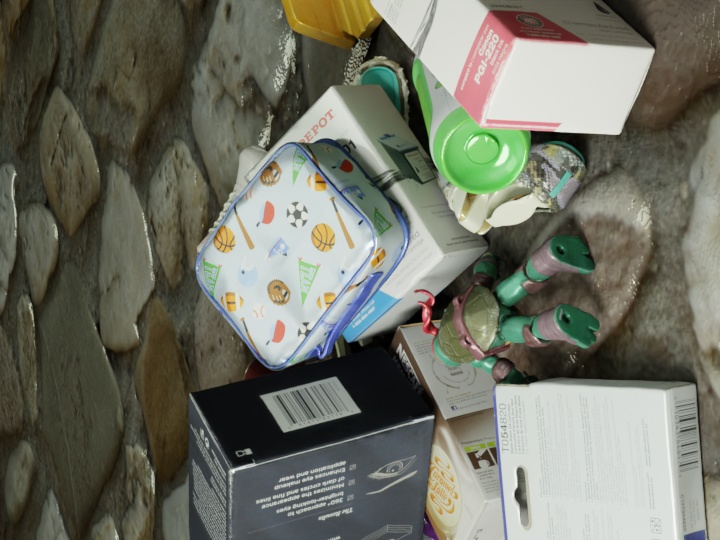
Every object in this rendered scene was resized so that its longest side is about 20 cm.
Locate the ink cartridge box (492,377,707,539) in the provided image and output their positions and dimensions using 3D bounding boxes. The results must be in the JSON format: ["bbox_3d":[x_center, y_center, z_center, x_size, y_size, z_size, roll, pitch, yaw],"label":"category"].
[{"bbox_3d":[0.196,0.188,1.349,0.200,0.041,0.200,-2,94,51],"label":"ink cartridge box"}]

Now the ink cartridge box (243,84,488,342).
[{"bbox_3d":[0.003,-0.056,1.564,0.146,0.086,0.200,-43,72,32],"label":"ink cartridge box"}]

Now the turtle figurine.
[{"bbox_3d":[0.123,0.049,1.439,0.200,0.101,0.150,-33,70,51],"label":"turtle figurine"}]

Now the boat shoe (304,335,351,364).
[{"bbox_3d":[-0.061,0.057,1.679,0.075,0.075,0.203,109,150,-58],"label":"boat shoe"}]

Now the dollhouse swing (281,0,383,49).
[{"bbox_3d":[-0.067,-0.339,1.640,0.200,0.176,0.182,-46,55,54],"label":"dollhouse swing"}]

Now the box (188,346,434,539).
[{"bbox_3d":[-0.049,0.198,1.511,0.117,0.196,0.200,-128,34,-47],"label":"box"}]

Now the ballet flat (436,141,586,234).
[{"bbox_3d":[0.116,-0.067,1.440,0.200,0.072,0.072,-9,87,61],"label":"ballet flat"}]

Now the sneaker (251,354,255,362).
[{"bbox_3d":[-0.097,0.068,1.881,0.114,0.075,0.200,54,134,45],"label":"sneaker"}]

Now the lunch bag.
[{"bbox_3d":[-0.054,-0.009,1.514,0.160,0.076,0.200,48,120,18],"label":"lunch bag"}]

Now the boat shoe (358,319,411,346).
[{"bbox_3d":[0.000,0.000,1.696,0.200,0.060,0.074,-115,9,-55],"label":"boat shoe"}]

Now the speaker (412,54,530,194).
[{"bbox_3d":[0.093,-0.141,1.405,0.200,0.088,0.089,-98,17,-60],"label":"speaker"}]

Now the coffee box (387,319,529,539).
[{"bbox_3d":[0.092,0.155,1.521,0.200,0.080,0.114,64,150,33],"label":"coffee box"}]

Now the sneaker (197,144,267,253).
[{"bbox_3d":[-0.139,-0.045,1.908,0.078,0.099,0.200,26,118,58],"label":"sneaker"}]

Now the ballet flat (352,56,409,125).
[{"bbox_3d":[0.024,-0.113,1.642,0.072,0.072,0.200,20,110,60],"label":"ballet flat"}]

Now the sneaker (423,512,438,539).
[{"bbox_3d":[0.059,0.179,1.630,0.087,0.074,0.200,-7,94,43],"label":"sneaker"}]

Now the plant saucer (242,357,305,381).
[{"bbox_3d":[-0.077,0.143,1.768,0.037,0.200,0.200,26,124,16],"label":"plant saucer"}]

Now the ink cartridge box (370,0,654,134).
[{"bbox_3d":[0.120,-0.198,1.339,0.200,0.145,0.085,52,133,44],"label":"ink cartridge box"}]
